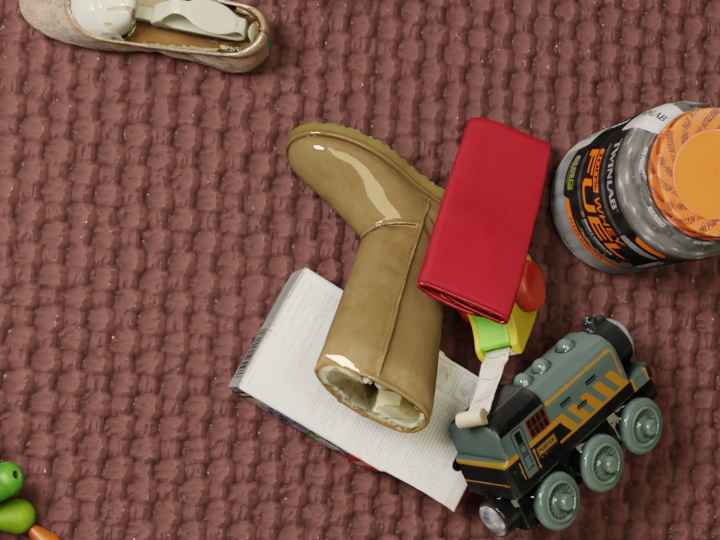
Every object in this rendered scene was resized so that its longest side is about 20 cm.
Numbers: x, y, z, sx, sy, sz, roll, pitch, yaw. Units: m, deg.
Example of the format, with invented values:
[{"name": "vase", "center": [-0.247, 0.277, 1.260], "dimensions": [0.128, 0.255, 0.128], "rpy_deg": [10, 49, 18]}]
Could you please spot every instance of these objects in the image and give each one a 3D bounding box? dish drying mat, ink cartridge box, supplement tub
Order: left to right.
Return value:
[{"name": "ink cartridge box", "center": [0.009, 0.096, 1.332], "dimensions": [0.200, 0.050, 0.109], "rpy_deg": [32, 78, -11]}, {"name": "dish drying mat", "center": [0.100, -0.043, 1.326], "dimensions": [0.077, 0.018, 0.200], "rpy_deg": [23, 48, -5]}, {"name": "supplement tub", "center": [0.237, -0.064, 1.324], "dimensions": [0.122, 0.200, 0.123], "rpy_deg": [1, 84, -14]}]

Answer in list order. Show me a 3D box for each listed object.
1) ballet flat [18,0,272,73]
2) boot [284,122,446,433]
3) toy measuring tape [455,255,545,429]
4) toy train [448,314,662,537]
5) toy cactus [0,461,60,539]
[{"name": "ballet flat", "center": [-0.162, -0.201, 1.303], "dimensions": [0.199, 0.067, 0.068], "rpy_deg": [7, 83, -13]}, {"name": "boot", "center": [0.000, 0.000, 1.285], "dimensions": [0.175, 0.066, 0.201], "rpy_deg": [27, 53, -13]}, {"name": "toy measuring tape", "center": [0.098, 0.037, 1.311], "dimensions": [0.073, 0.074, 0.200], "rpy_deg": [38, 39, -8]}, {"name": "toy train", "center": [0.157, 0.121, 1.325], "dimensions": [0.200, 0.085, 0.114], "rpy_deg": [-36, 113, -30]}, {"name": "toy cactus", "center": [-0.309, 0.204, 1.229], "dimensions": [0.165, 0.102, 0.200], "rpy_deg": [-38, 104, -4]}]
